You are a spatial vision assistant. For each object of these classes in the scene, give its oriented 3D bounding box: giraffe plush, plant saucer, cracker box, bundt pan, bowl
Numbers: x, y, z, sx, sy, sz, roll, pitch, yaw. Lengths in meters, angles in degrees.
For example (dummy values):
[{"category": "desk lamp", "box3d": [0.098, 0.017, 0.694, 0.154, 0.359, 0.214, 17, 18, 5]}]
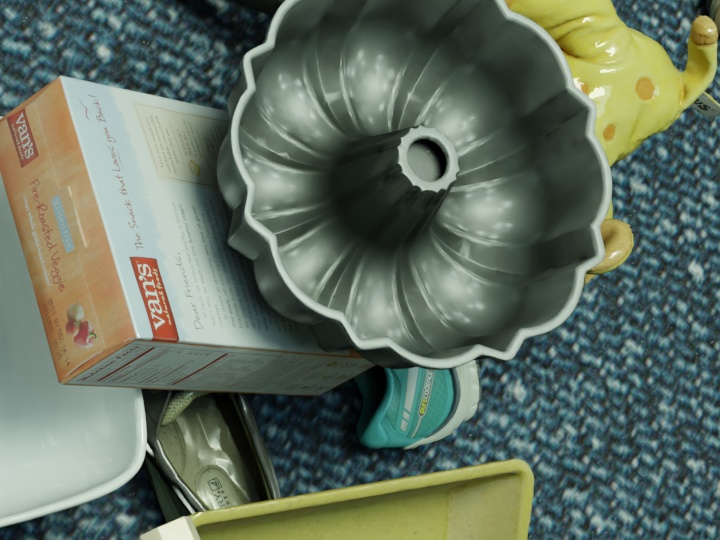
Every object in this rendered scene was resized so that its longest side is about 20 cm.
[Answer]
[{"category": "giraffe plush", "box3d": [0.092, -0.066, 1.168, 0.199, 0.173, 0.163, 24, 65, -4]}, {"category": "plant saucer", "box3d": [-0.016, 0.190, 1.072, 0.199, 0.048, 0.202, -6, 111, -29]}, {"category": "cracker box", "box3d": [-0.080, -0.012, 1.056, 0.199, 0.057, 0.135, 9, 58, -54]}, {"category": "bundt pan", "box3d": [0.017, -0.042, 1.039, 0.200, 0.076, 0.204, 8, 71, -23]}, {"category": "bowl", "box3d": [-0.215, 0.034, 1.025, 0.199, 0.075, 0.201, -10, 78, -29]}]

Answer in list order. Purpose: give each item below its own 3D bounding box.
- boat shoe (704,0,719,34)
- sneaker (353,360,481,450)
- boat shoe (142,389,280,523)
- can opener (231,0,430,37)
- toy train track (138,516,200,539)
[{"category": "boat shoe", "box3d": [0.296, -0.208, 1.384, 0.199, 0.072, 0.065, -24, 64, -19]}, {"category": "sneaker", "box3d": [0.000, 0.000, 1.160, 0.079, 0.077, 0.201, -21, 87, -22]}, {"category": "boat shoe", "box3d": [-0.091, 0.063, 1.094, 0.073, 0.065, 0.201, -32, 93, -31]}, {"category": "can opener", "box3d": [-0.040, -0.166, 1.136, 0.199, 0.067, 0.053, 20, 64, 20]}, {"category": "toy train track", "box3d": [-0.164, 0.164, 0.974, 0.199, 0.033, 0.115, -26, 79, 8]}]
